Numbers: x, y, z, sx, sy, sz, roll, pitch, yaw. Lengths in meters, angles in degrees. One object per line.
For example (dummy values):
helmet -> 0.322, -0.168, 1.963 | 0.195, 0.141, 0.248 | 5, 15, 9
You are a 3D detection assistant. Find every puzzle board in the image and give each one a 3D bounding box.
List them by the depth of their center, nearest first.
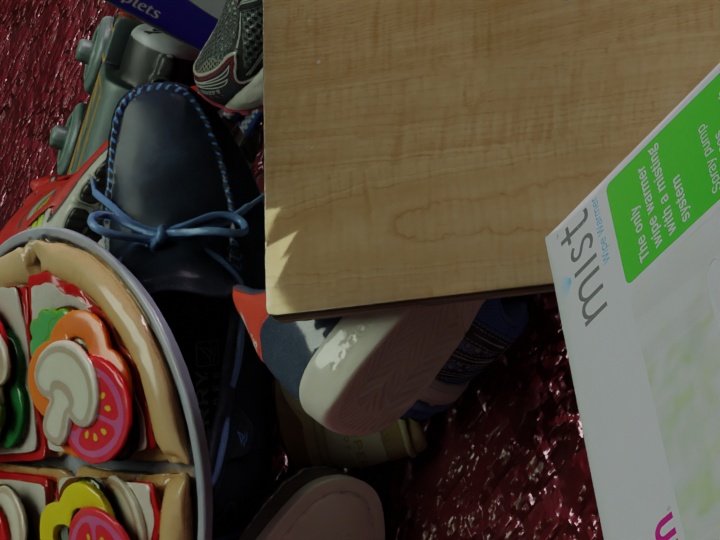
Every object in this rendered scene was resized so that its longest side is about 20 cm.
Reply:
puzzle board -> 0.061, -0.064, 0.735 | 0.200, 0.017, 0.151 | -7, 72, 18

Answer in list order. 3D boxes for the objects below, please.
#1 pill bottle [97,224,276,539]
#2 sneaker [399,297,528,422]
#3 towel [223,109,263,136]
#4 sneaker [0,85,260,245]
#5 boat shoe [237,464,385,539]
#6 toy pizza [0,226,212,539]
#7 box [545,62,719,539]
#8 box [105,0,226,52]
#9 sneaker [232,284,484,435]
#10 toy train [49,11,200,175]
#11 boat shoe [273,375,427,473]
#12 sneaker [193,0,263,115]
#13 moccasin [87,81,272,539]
pill bottle -> -0.100, 0.067, 0.974 | 0.120, 0.120, 0.200 | 31, 106, 64
sneaker -> 0.037, -0.038, 0.874 | 0.085, 0.077, 0.200 | -33, 50, 37
towel -> 0.011, -0.157, 0.975 | 0.145, 0.024, 0.200 | -43, 13, 39
sneaker -> -0.137, -0.030, 1.042 | 0.200, 0.077, 0.085 | -42, 39, 13
boat shoe -> -0.052, 0.166, 0.881 | 0.060, 0.072, 0.202 | 46, 116, 57
toy pizza -> -0.130, 0.082, 0.866 | 0.200, 0.032, 0.201 | 10, 103, 49
box -> 0.151, 0.026, 0.565 | 0.176, 0.097, 0.200 | -46, 35, 36
box -> -0.036, -0.233, 0.999 | 0.184, 0.105, 0.200 | -63, 3, -39
sneaker -> 0.031, -0.035, 0.786 | 0.200, 0.075, 0.084 | -45, 59, -7
toy train -> -0.133, -0.055, 1.164 | 0.114, 0.085, 0.200 | -114, 43, -67
boat shoe -> -0.001, -0.001, 0.925 | 0.073, 0.063, 0.201 | 74, -165, -48
sneaker -> -0.033, -0.155, 0.847 | 0.081, 0.075, 0.200 | -99, 26, -52
moccasin -> -0.070, 0.011, 0.875 | 0.080, 0.068, 0.200 | -16, 77, 10
